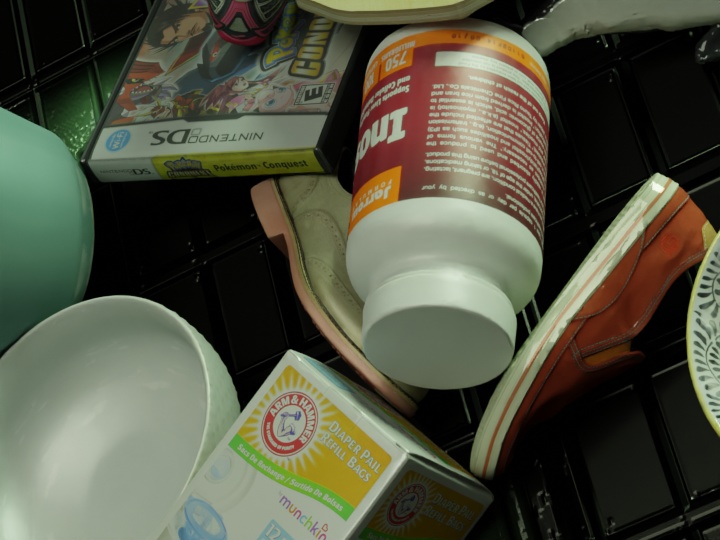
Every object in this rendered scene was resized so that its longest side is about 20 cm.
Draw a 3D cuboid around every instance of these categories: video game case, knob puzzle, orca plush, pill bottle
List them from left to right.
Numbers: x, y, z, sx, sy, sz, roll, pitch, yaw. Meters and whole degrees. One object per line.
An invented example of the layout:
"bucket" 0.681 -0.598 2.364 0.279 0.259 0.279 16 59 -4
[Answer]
"video game case" -0.070 -0.142 1.455 0.181 0.026 0.200 -1 51 29
"pill bottle" 0.051 -0.038 1.292 0.113 0.113 0.200 -13 51 24
"knob puzzle" 0.056 -0.187 1.369 0.219 0.030 0.220 -16 27 8
"orca plush" 0.181 -0.169 1.348 0.200 0.071 0.105 -34 99 16

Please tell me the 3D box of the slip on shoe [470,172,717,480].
"slip on shoe" 0.129 0.040 1.259 0.061 0.074 0.200 37 95 1

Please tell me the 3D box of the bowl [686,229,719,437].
"bowl" 0.278 0.038 1.155 0.200 0.094 0.201 -13 60 24

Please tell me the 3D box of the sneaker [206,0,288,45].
"sneaker" -0.072 -0.223 1.464 0.080 0.075 0.200 8 37 4

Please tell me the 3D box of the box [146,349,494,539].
"box" -0.039 0.163 1.260 0.112 0.101 0.200 40 95 37

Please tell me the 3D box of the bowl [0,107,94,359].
"bowl" -0.240 -0.020 1.444 0.201 0.105 0.201 -14 74 60

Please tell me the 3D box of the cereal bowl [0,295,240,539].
"cereal bowl" -0.152 0.120 1.362 0.200 0.083 0.200 -16 57 26

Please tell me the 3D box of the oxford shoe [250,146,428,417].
"oxford shoe" 0.000 0.000 1.348 0.074 0.071 0.200 -35 55 7
